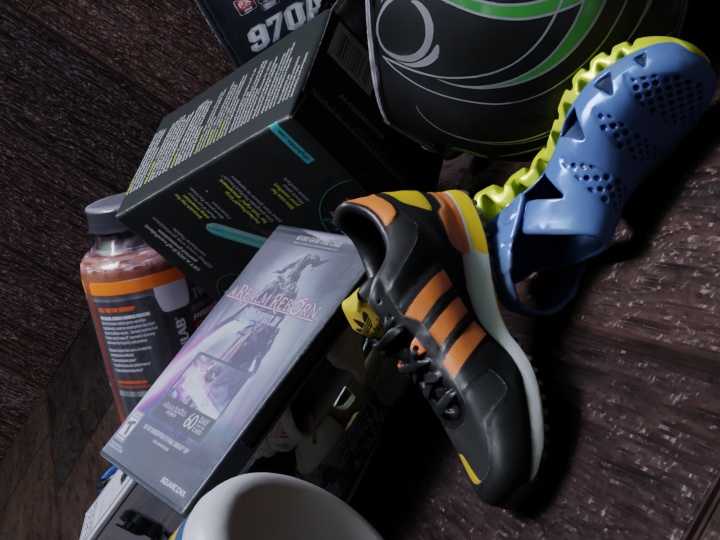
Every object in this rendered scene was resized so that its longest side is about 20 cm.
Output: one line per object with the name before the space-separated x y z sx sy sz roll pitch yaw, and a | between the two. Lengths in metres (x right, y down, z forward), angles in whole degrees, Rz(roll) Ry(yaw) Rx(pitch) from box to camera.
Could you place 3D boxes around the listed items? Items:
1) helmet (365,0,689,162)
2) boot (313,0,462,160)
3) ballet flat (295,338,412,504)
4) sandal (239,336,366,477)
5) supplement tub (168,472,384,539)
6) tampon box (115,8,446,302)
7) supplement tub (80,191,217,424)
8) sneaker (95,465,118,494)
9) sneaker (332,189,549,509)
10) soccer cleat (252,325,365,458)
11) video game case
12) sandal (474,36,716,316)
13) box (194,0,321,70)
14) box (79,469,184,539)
helmet | 0.109 -0.169 0.729 0.200 0.190 0.201 2 -90 -78
boot | 0.056 -0.206 0.953 0.069 0.174 0.200 -25 28 51
ballet flat | -0.008 0.089 0.821 0.200 0.074 0.074 -60 16 -6
sandal | -0.031 0.104 0.866 0.201 0.076 0.043 -70 16 -3
supplement tub | -0.076 0.224 0.633 0.200 0.144 0.145 -51 17 23
tampon box | -0.059 -0.074 0.904 0.200 0.150 0.126 -23 36 38
supplement tub | -0.174 0.034 0.982 0.107 0.201 0.107 -11 16 3
sneaker | -0.201 0.239 1.037 0.200 0.112 0.073 -64 16 -19
sneaker | 0.035 0.040 0.638 0.070 0.090 0.200 117 147 -50
soccer cleat | -0.075 0.097 0.778 0.200 0.070 0.086 -44 39 19
video game case | -0.074 0.056 0.735 0.200 0.019 0.143 -54 29 -15
sandal | 0.130 -0.044 0.662 0.200 0.079 0.087 -53 29 33
box | -0.029 -0.234 1.032 0.200 0.159 0.046 -31 2 -4
box | -0.131 0.172 0.944 0.200 0.116 0.060 -54 19 18
